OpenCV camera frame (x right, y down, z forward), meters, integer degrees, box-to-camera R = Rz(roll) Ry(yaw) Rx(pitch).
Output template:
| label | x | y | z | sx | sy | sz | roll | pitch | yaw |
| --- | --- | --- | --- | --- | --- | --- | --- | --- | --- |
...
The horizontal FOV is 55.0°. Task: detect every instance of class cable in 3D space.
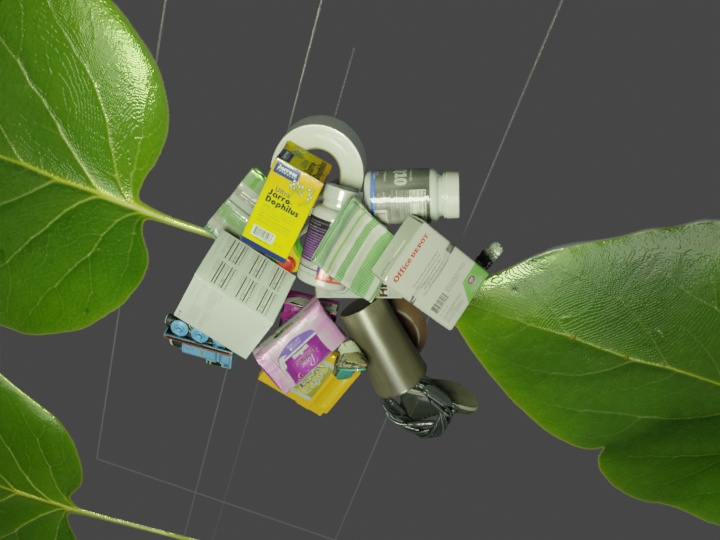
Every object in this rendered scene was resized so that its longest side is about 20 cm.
| label | x | y | z | sx | sy | sz | roll | pitch | yaw |
| --- | --- | --- | --- | --- | --- | --- | --- | --- | --- |
| cable | 0.129 | 0.322 | 1.675 | 0.197 | 0.051 | 0.164 | 32 | 128 | -1 |

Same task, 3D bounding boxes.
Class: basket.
| label | x | y | z | sx | sy | sz | roll | pitch | yaw |
| --- | --- | --- | --- | --- | --- | --- | --- | --- | --- |
| basket | 0.047 | 0.161 | 1.573 | 0.134 | 0.180 | 0.203 | -28 | 101 | 0 |

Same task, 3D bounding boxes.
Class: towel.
| label | x | y | z | sx | sy | sz | roll | pitch | yaw |
| --- | --- | --- | --- | --- | --- | --- | --- | --- | --- |
| towel | 0.001 | -0.038 | 1.397 | 0.199 | 0.023 | 0.155 | 38 | 81 | -46 |
| towel | -0.244 | -0.119 | 1.574 | 0.148 | 0.031 | 0.200 | 38 | 114 | -15 |

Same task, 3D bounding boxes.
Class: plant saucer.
| label | x | y | z | sx | sy | sz | roll | pitch | yaw |
| --- | --- | --- | --- | --- | --- | --- | --- | --- | --- |
| plant saucer | 0.063 | 0.155 | 1.667 | 0.195 | 0.035 | 0.205 | 4 | 119 | 6 |

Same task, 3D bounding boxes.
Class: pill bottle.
| label | x | y | z | sx | sy | sz | roll | pitch | yaw |
| --- | --- | --- | --- | --- | --- | --- | --- | --- | --- |
| pill bottle | -0.057 | -0.071 | 1.424 | 0.109 | 0.112 | 0.205 | 14 | 101 | 0 |
| pill bottle | 0.110 | -0.156 | 1.450 | 0.194 | 0.114 | 0.116 | -1 | 118 | 8 |

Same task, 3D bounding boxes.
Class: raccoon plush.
| label | x | y | z | sx | sy | sz | roll | pitch | yaw |
| --- | --- | --- | --- | --- | --- | --- | --- | --- | --- |
| raccoon plush | 0.204 | -0.020 | 1.545 | 0.134 | 0.097 | 0.201 | 41 | 90 | -2 |

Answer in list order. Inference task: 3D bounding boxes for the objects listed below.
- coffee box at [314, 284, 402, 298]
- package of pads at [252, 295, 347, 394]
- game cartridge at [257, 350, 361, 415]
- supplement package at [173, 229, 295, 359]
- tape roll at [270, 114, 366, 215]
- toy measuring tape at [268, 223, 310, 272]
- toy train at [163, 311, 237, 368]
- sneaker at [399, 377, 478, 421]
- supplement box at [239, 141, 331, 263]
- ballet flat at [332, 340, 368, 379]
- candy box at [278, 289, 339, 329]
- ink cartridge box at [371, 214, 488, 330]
| label | x | y | z | sx | sy | sz | roll | pitch | yaw |
| --- | --- | --- | --- | --- | --- | --- | --- | --- | --- |
| coffee box | 0.000 | 0.000 | 1.548 | 0.194 | 0.115 | 0.082 | -1 | 118 | 8 |
| package of pads | -0.135 | 0.169 | 1.569 | 0.199 | 0.076 | 0.121 | -42 | 109 | -7 |
| game cartridge | -0.124 | 0.249 | 1.675 | 0.198 | 0.033 | 0.177 | 33 | 116 | -12 |
| supplement package | -0.285 | 0.057 | 1.570 | 0.198 | 0.149 | 0.191 | 32 | 140 | -9 |
| tape roll | -0.087 | -0.221 | 1.469 | 0.197 | 0.071 | 0.207 | 4 | 119 | 6 |
| toy measuring tape | -0.133 | -0.047 | 1.553 | 0.074 | 0.074 | 0.198 | 45 | 131 | -16 |
| toy train | -0.389 | 0.164 | 1.709 | 0.195 | 0.087 | 0.116 | 14 | 125 | 0 |
| sneaker | 0.192 | 0.334 | 1.727 | 0.195 | 0.075 | 0.108 | 15 | 124 | 11 |
| supplement box | -0.153 | -0.139 | 1.418 | 0.108 | 0.110 | 0.202 | 26 | 118 | -6 |
| ballet flat | -0.029 | 0.196 | 1.543 | 0.066 | 0.200 | 0.077 | -3 | 76 | -12 |
| candy box | -0.134 | 0.160 | 1.682 | 0.133 | 0.061 | 0.204 | 12 | 119 | 1 |
| ink cartridge box | 0.142 | 0.003 | 1.420 | 0.198 | 0.084 | 0.147 | 35 | 92 | -26 |
